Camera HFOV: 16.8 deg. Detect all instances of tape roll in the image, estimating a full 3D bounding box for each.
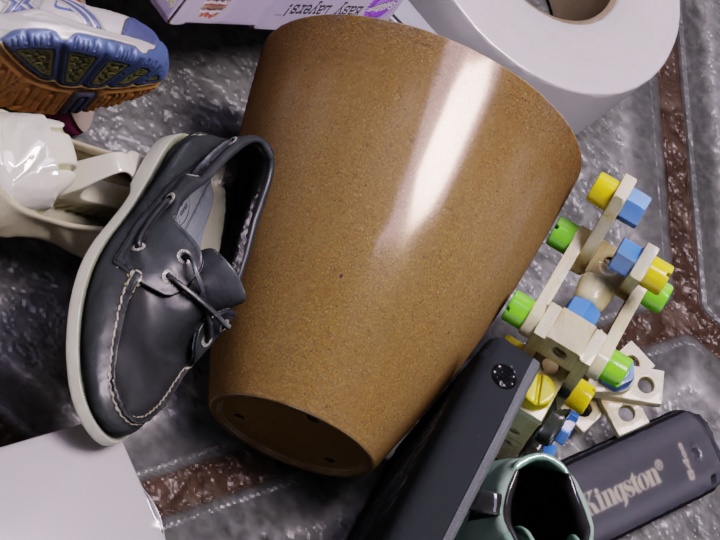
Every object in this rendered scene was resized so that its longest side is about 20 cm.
[{"bbox_3d":[0.101,-0.183,1.512,0.202,0.071,0.203,17,57,-27],"label":"tape roll"}]

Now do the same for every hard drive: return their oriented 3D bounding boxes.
[{"bbox_3d":[0.015,0.141,1.225,0.033,0.140,0.200,33,52,-3],"label":"hard drive"}]

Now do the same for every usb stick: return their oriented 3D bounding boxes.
[{"bbox_3d":[0.134,0.129,1.390,0.199,0.033,0.056,-19,77,-41],"label":"usb stick"}]

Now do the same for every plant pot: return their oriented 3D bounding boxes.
[{"bbox_3d":[0.000,0.000,1.286,0.186,0.186,0.201,29,66,-19],"label":"plant pot"}]

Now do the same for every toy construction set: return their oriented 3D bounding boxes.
[{"bbox_3d":[0.116,0.042,1.341,0.092,0.200,0.131,24,68,17],"label":"toy construction set"}]

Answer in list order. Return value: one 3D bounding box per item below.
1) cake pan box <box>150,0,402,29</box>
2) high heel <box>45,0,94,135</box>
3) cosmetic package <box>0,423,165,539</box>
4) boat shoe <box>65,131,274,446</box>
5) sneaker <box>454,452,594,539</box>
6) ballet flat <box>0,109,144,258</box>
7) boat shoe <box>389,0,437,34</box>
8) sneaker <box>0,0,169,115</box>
[{"bbox_3d":[-0.079,-0.213,1.344,0.200,0.052,0.185,-4,55,-53],"label":"cake pan box"},{"bbox_3d":[-0.205,-0.150,1.268,0.068,0.096,0.201,-73,152,-49],"label":"high heel"},{"bbox_3d":[-0.189,0.149,1.115,0.199,0.085,0.108,-13,73,-40],"label":"cosmetic package"},{"bbox_3d":[-0.084,0.002,1.183,0.075,0.066,0.200,64,29,-30],"label":"boat shoe"},{"bbox_3d":[0.077,0.191,1.243,0.073,0.118,0.202,1,75,-15],"label":"sneaker"},{"bbox_3d":[-0.154,-0.048,1.213,0.200,0.069,0.070,18,52,-58],"label":"ballet flat"},{"bbox_3d":[0.032,-0.097,1.416,0.200,0.074,0.068,50,55,1],"label":"boat shoe"},{"bbox_3d":[-0.186,-0.133,1.191,0.199,0.075,0.089,8,60,-31],"label":"sneaker"}]
